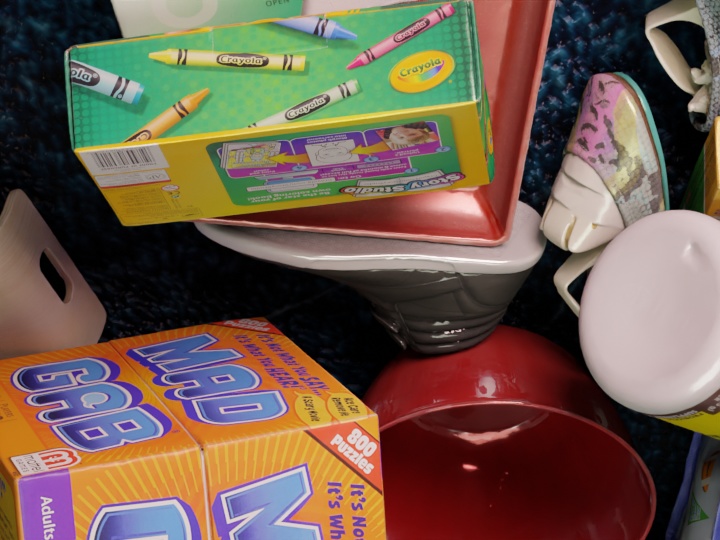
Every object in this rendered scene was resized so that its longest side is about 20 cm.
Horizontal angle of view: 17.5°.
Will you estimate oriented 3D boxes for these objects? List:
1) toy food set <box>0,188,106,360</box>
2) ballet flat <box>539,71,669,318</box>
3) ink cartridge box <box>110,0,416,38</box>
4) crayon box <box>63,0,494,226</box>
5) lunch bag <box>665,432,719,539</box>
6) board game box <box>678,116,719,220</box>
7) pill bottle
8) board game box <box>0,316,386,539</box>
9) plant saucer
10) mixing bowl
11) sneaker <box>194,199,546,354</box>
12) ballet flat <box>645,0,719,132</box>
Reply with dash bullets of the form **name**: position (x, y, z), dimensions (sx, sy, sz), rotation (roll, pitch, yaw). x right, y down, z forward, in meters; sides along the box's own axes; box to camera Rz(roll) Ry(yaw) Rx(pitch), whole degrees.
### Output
- **toy food set**: position (-0.266, 0.014, 1.368), dimensions (0.199, 0.061, 0.144), rotation (-9, 147, 12)
- **ballet flat**: position (0.138, -0.017, 1.303), dimensions (0.071, 0.069, 0.200), rotation (-28, 134, -13)
- **ink cartridge box**: position (-0.058, -0.208, 1.105), dimensions (0.160, 0.050, 0.201), rotation (-11, 125, 8)
- **crayon box**: position (-0.036, -0.076, 1.164), dimensions (0.199, 0.058, 0.119), rotation (-7, 163, 4)
- **lunch bag**: position (0.291, 0.130, 1.436), dimensions (0.169, 0.124, 0.201), rotation (7, 120, -7)
- **board game box**: position (0.281, -0.038, 1.272), dimensions (0.199, 0.040, 0.153), rotation (0, 162, 0)
- **pill bottle**: position (0.216, 0.042, 1.273), dimensions (0.109, 0.110, 0.200), rotation (-34, 145, 31)
- **board game box**: position (-0.110, 0.161, 1.320), dimensions (0.199, 0.200, 0.201), rotation (-9, 107, -18)
- **plant saucer**: position (-0.006, -0.108, 1.233), dimensions (0.199, 0.037, 0.200), rotation (5, 129, -4)
- **mixing bowl**: position (0.074, 0.104, 1.413), dimensions (0.199, 0.109, 0.201), rotation (0, 137, 0)
- **sneaker**: position (0.000, 0.000, 1.334), dimensions (0.199, 0.071, 0.099), rotation (7, 140, -3)
- **ballet flat**: position (0.173, -0.140, 1.191), dimensions (0.074, 0.074, 0.200), rotation (-13, 133, 13)
